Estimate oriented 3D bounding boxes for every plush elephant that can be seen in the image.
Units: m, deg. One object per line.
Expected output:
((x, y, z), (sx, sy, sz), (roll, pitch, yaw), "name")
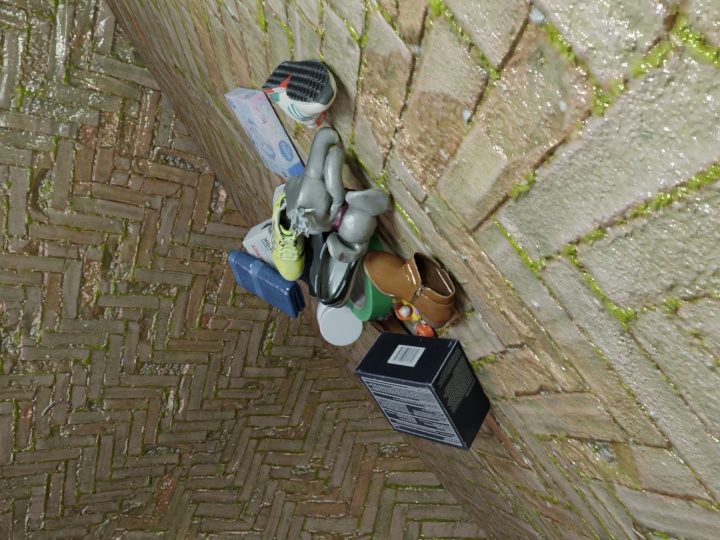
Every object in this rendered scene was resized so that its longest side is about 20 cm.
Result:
((-0.035, -0.107, 0.906), (0.154, 0.165, 0.201), (21, -139, -21), "plush elephant")

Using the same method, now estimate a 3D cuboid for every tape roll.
((0.000, 0.000, 1.105), (0.200, 0.048, 0.202), (164, 90, -70), "tape roll")

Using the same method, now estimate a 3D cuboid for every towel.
((-0.214, 0.025, 1.250), (0.199, 0.049, 0.112), (28, 147, 27), "towel")

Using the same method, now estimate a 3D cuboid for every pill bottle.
((-0.044, 0.086, 1.273), (0.114, 0.113, 0.200), (57, -170, -17), "pill bottle")

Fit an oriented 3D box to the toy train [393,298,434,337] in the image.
((0.086, 0.087, 1.161), (0.200, 0.055, 0.151), (47, 166, 27), "toy train")

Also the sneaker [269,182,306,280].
((-0.145, -0.065, 1.058), (0.077, 0.075, 0.202), (-90, -1, -61), "sneaker")

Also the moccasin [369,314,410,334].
((0.099, 0.186, 1.331), (0.202, 0.078, 0.074), (51, 168, 14), "moccasin")

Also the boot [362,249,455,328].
((0.082, 0.005, 0.919), (0.200, 0.074, 0.155), (38, 164, 17), "boot")

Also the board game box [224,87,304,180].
((-0.216, -0.310, 1.237), (0.200, 0.043, 0.200), (36, 159, 56), "board game box")

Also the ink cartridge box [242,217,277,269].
((-0.153, -0.063, 1.290), (0.145, 0.199, 0.084), (58, -157, -22), "ink cartridge box")

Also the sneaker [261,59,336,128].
((-0.073, -0.257, 0.822), (0.093, 0.071, 0.200), (40, 176, -37), "sneaker")

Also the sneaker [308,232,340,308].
((-0.058, -0.020, 1.073), (0.091, 0.075, 0.202), (14, 119, 64), "sneaker")

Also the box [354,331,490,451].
((0.129, 0.241, 1.121), (0.199, 0.123, 0.199), (1, 130, 44), "box")

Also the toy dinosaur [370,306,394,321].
((0.031, 0.089, 1.306), (0.047, 0.089, 0.200), (17, 160, -13), "toy dinosaur")

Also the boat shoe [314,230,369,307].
((-0.032, -0.033, 0.987), (0.075, 0.202, 0.060), (8, 174, 19), "boat shoe")

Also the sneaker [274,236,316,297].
((-0.131, -0.011, 1.199), (0.201, 0.105, 0.075), (94, 177, -53), "sneaker")
